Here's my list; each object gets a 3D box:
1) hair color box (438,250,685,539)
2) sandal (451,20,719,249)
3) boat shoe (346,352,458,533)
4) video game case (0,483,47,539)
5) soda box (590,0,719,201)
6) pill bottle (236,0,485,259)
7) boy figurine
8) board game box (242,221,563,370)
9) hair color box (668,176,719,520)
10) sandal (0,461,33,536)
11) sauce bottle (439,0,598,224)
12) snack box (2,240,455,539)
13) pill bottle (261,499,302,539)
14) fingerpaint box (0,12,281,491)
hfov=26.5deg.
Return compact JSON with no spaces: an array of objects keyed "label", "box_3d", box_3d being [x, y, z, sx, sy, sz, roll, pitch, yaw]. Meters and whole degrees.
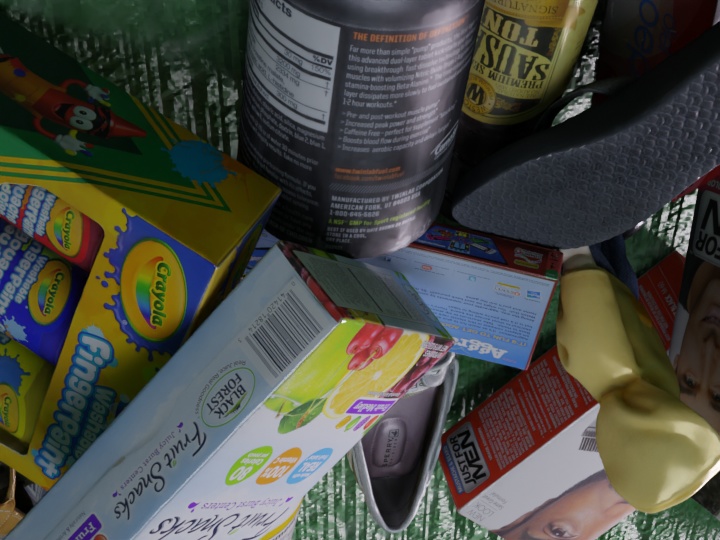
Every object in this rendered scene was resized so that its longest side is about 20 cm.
[{"label":"hair color box","box_3d":[0.157,0.092,0.956,0.200,0.064,0.111,-40,131,20]},{"label":"sandal","box_3d":[0.128,-0.065,0.711,0.199,0.043,0.076,-28,135,36]},{"label":"boat shoe","box_3d":[0.024,0.076,0.919,0.073,0.065,0.203,-2,136,-10]},{"label":"video game case","box_3d":[-0.173,0.220,0.953,0.023,0.182,0.201,-23,147,-37]},{"label":"soda box","box_3d":[0.161,-0.133,0.717,0.063,0.070,0.201,-28,143,-24]},{"label":"pill bottle","box_3d":[0.001,-0.110,0.690,0.105,0.107,0.201,-1,136,-11]},{"label":"boy figurine","box_3d":[0.136,0.031,0.801,0.064,0.201,0.125,-26,133,15]},{"label":"board game box","box_3d":[0.000,0.000,0.802,0.198,0.020,0.103,14,150,3]},{"label":"hair color box","box_3d":[0.218,0.028,0.823,0.060,0.099,0.203,4,102,-17]},{"label":"sandal","box_3d":[-0.223,0.128,0.878,0.199,0.055,0.080,-18,154,41]},{"label":"sauce bottle","box_3d":[0.075,-0.104,0.742,0.065,0.066,0.201,-1,135,-12]},{"label":"snack box","box_3d":[-0.059,0.081,0.727,0.200,0.053,0.142,-46,158,12]},{"label":"pill bottle","box_3d":[-0.093,0.139,0.923,0.113,0.115,0.201,2,135,-14]},{"label":"fingerpaint box","box_3d":[-0.151,0.006,0.743,0.166,0.073,0.201,32,130,4]}]
